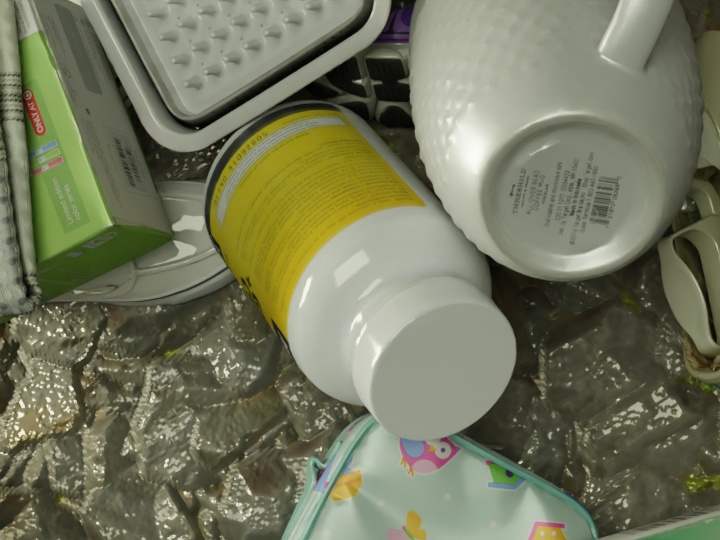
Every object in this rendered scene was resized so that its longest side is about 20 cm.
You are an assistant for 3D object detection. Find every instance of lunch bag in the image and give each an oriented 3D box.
[{"bbox_3d":[0.022,0.176,1.028,0.160,0.077,0.201,28,82,1],"label":"lunch bag"}]

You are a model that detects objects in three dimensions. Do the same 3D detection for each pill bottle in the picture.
[{"bbox_3d":[0.000,0.000,1.017,0.112,0.112,0.200,-44,39,4],"label":"pill bottle"}]

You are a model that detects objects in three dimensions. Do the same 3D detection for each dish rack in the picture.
[{"bbox_3d":[-0.079,-0.183,1.056,0.171,0.043,0.201,-29,86,25],"label":"dish rack"}]

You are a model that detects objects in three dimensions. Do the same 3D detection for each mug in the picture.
[{"bbox_3d":[0.107,-0.099,0.954,0.147,0.176,0.201,18,120,-10],"label":"mug"}]

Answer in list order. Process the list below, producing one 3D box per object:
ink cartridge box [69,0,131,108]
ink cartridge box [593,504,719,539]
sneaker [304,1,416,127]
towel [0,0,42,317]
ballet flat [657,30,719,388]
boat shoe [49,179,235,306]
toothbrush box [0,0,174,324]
[{"bbox_3d":[-0.161,-0.162,1.147,0.200,0.067,0.116,-45,76,3],"label":"ink cartridge box"},{"bbox_3d":[0.141,0.233,0.974,0.160,0.050,0.201,-13,85,-19],"label":"ink cartridge box"},{"bbox_3d":[0.058,-0.135,1.098,0.199,0.081,0.084,-6,64,4],"label":"sneaker"},{"bbox_3d":[-0.262,-0.061,1.027,0.191,0.035,0.201,-11,85,21],"label":"towel"},{"bbox_3d":[0.184,-0.032,1.037,0.069,0.069,0.201,-10,79,12],"label":"ballet flat"},{"bbox_3d":[-0.156,-0.018,1.125,0.199,0.066,0.072,-2,81,14],"label":"boat shoe"},{"bbox_3d":[-0.224,-0.045,1.069,0.199,0.086,0.146,-26,79,14],"label":"toothbrush box"}]
